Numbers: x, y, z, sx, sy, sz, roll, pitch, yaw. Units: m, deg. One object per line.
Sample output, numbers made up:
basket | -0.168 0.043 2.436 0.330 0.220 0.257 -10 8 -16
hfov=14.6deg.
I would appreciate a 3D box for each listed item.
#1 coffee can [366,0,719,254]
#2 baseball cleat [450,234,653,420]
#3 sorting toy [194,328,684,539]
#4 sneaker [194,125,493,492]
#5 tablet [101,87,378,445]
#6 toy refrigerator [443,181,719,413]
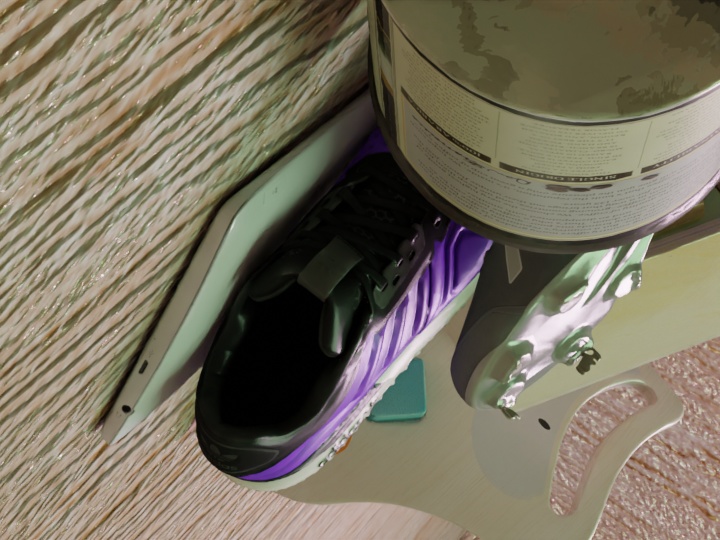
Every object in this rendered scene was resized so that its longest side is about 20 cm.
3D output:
coffee can | 0.072 -0.096 0.945 0.147 0.146 0.200 -53 172 -8
baseball cleat | 0.080 -0.043 1.110 0.200 0.106 0.070 -55 153 17
sorting toy | 0.057 0.046 1.328 0.200 0.180 0.107 -49 174 -38
sneaker | 0.000 0.001 1.122 0.200 0.069 0.100 -57 165 -2
tablet | -0.034 -0.013 1.158 0.130 0.014 0.200 -59 171 33
toy refrigerator | 0.134 -0.017 1.220 0.199 0.076 0.070 -19 134 -14
